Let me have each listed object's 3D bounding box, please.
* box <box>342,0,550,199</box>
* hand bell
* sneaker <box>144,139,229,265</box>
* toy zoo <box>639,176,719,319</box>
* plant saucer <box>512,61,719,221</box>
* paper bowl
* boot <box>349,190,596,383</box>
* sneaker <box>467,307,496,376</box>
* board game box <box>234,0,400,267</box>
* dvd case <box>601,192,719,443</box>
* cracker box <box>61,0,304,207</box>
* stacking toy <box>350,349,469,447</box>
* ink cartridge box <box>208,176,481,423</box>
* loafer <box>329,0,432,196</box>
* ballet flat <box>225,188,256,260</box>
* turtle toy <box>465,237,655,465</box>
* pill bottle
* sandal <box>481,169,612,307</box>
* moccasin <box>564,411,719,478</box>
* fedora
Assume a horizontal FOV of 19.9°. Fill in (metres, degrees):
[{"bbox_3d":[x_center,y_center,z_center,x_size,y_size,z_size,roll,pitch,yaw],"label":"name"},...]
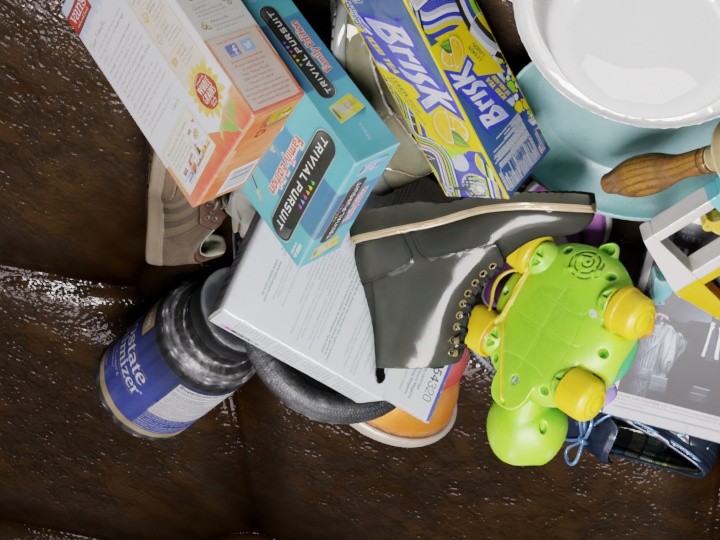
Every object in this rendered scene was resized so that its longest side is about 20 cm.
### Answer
[{"bbox_3d":[0.064,-0.150,1.549,0.070,0.064,0.201,5,135,45],"label":"box"},{"bbox_3d":[0.256,-0.082,1.540,0.104,0.105,0.199,40,151,-27],"label":"hand bell"},{"bbox_3d":[-0.149,-0.076,1.787,0.075,0.071,0.200,0,148,-8],"label":"sneaker"},{"bbox_3d":[0.310,-0.030,1.606,0.199,0.021,0.131,-33,130,23],"label":"toy zoo"},{"bbox_3d":[0.209,-0.117,1.593,0.198,0.036,0.201,11,143,8],"label":"plant saucer"},{"bbox_3d":[0.203,-0.186,1.420,0.199,0.105,0.202,8,131,10],"label":"paper bowl"},{"bbox_3d":[0.095,0.010,1.633,0.198,0.140,0.077,-7,178,19],"label":"boot"},{"bbox_3d":[0.181,0.072,1.795,0.198,0.104,0.060,20,106,-5],"label":"sneaker"},{"bbox_3d":[-0.067,-0.125,1.596,0.200,0.047,0.151,54,147,16],"label":"board game box"},{"bbox_3d":[0.295,0.045,1.698,0.149,0.025,0.201,14,115,4],"label":"dvd case"},{"bbox_3d":[-0.138,-0.169,1.569,0.201,0.057,0.134,55,144,12],"label":"cracker box"},{"bbox_3d":[0.059,0.045,1.811,0.145,0.147,0.200,26,127,-10],"label":"stacking toy"},{"bbox_3d":[0.000,0.000,1.695,0.199,0.197,0.043,31,156,-15],"label":"ink cartridge box"},{"bbox_3d":[0.021,-0.145,1.616,0.069,0.076,0.201,-9,138,8],"label":"loafer"},{"bbox_3d":[-0.084,-0.039,1.789,0.072,0.073,0.201,14,143,6],"label":"ballet flat"},{"bbox_3d":[0.160,0.067,1.673,0.145,0.201,0.101,34,-172,34],"label":"turtle toy"},{"bbox_3d":[-0.159,0.075,1.931,0.111,0.112,0.200,31,141,-17],"label":"pill bottle"},{"bbox_3d":[0.157,-0.009,1.741,0.082,0.050,0.203,19,143,-2],"label":"sandal"},{"bbox_3d":[0.232,0.141,1.886,0.198,0.069,0.081,9,143,13],"label":"moccasin"},{"bbox_3d":[-0.030,0.038,1.747,0.200,0.202,0.092,27,157,-12],"label":"fedora"}]
